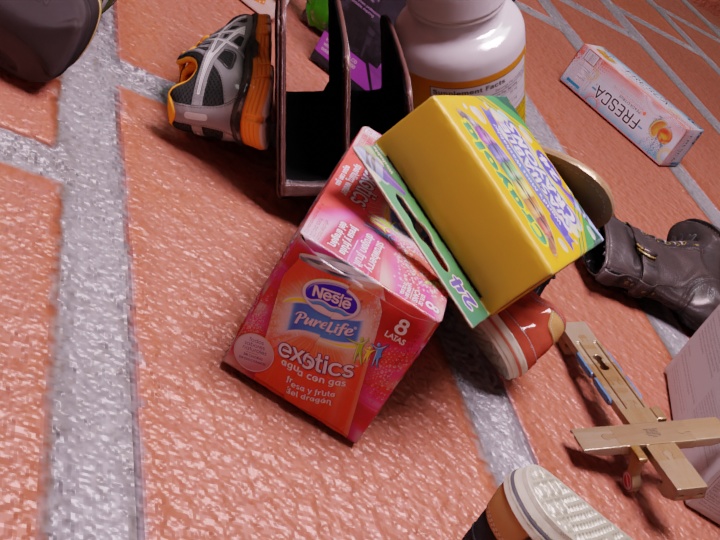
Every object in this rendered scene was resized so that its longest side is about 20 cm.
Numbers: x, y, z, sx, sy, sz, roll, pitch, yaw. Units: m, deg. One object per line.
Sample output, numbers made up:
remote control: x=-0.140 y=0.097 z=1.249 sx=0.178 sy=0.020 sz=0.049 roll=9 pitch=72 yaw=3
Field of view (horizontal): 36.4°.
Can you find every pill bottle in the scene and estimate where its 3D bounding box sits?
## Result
pill bottle: x=0.084 y=-0.169 z=0.926 sx=0.110 sy=0.201 sz=0.112 roll=-4 pitch=47 yaw=5

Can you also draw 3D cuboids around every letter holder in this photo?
letter holder: x=-0.018 y=-0.162 z=0.841 sx=0.100 sy=0.143 sz=0.200 roll=-2 pitch=28 yaw=-4

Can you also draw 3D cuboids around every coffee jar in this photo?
coffee jar: x=-0.231 y=-0.214 z=0.800 sx=0.104 sy=0.086 sz=0.201 roll=29 pitch=26 yaw=-15

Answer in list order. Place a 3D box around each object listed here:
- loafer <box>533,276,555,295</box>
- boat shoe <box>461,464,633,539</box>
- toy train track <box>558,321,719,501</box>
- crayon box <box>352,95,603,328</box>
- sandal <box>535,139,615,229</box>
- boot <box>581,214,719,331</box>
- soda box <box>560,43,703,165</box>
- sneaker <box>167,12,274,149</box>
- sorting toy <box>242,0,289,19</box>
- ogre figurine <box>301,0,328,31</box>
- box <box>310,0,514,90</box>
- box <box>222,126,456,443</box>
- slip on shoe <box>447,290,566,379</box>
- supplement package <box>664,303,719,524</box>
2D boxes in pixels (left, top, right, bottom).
loafer: x=0.138 y=-0.027 z=0.908 sx=0.068 sy=0.070 sz=0.201 roll=45 pitch=25 yaw=-12
boat shoe: x=0.130 y=0.182 z=0.580 sx=0.200 sy=0.062 sz=0.075 roll=41 pitch=18 yaw=-19
toy train track: x=0.190 y=0.104 z=0.799 sx=0.114 sy=0.033 sz=0.200 roll=-2 pitch=31 yaw=-14
crayon box: x=0.083 y=-0.046 z=0.693 sx=0.126 sy=0.051 sz=0.200 roll=57 pitch=24 yaw=5
sandal: x=0.114 y=-0.080 z=0.855 sx=0.210 sy=0.078 sz=0.070 roll=4 pitch=38 yaw=42
boot: x=0.284 y=-0.023 z=1.073 sx=0.173 sy=0.069 sz=0.201 roll=27 pitch=30 yaw=-14
soda box: x=0.375 y=-0.231 z=1.521 sx=0.068 sy=0.064 sz=0.200 roll=-6 pitch=48 yaw=-52
sneaker: x=-0.108 y=-0.156 z=0.860 sx=0.076 sy=0.079 sz=0.200 roll=2 pitch=25 yaw=-7
sorting toy: x=-0.075 y=-0.388 z=1.154 sx=0.106 sy=0.181 sz=0.200 roll=30 pitch=27 yaw=-7
ogre figurine: x=0.022 y=-0.272 z=1.138 sx=0.199 sy=0.120 sz=0.098 roll=25 pitch=32 yaw=-13
box: x=0.055 y=-0.245 z=1.039 sx=0.143 sy=0.201 sz=0.036 roll=39 pitch=28 yaw=12
box: x=0.000 y=0.000 z=0.688 sx=0.095 sy=0.100 sz=0.200 roll=31 pitch=26 yaw=-4
slip on shoe: x=0.083 y=-0.008 z=0.807 sx=0.201 sy=0.061 sz=0.074 roll=57 pitch=-7 yaw=38
supplement package: x=0.353 y=0.088 z=0.821 sx=0.146 sy=0.201 sz=0.192 roll=30 pitch=27 yaw=-5
